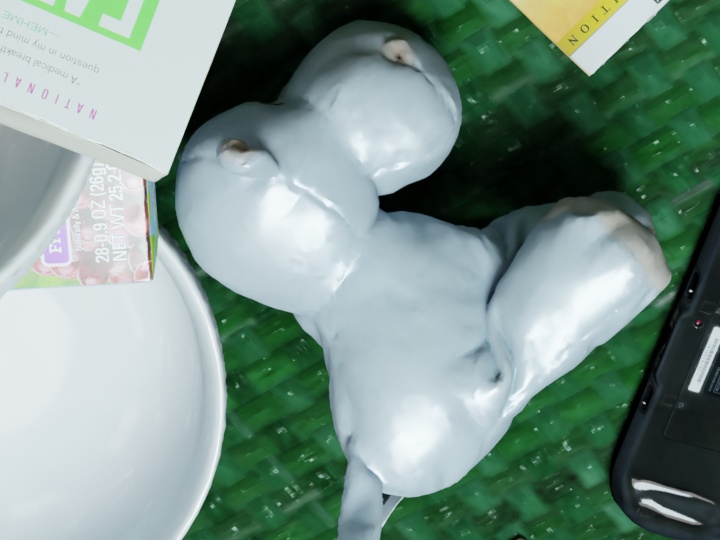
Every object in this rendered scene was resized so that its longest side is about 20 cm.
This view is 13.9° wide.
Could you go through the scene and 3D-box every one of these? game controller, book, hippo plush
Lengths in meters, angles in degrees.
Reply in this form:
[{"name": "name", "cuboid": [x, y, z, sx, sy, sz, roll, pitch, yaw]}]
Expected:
[{"name": "game controller", "cuboid": [0.175, 0.039, 1.220, 0.104, 0.042, 0.200, 19, 124, 1]}, {"name": "book", "cuboid": [-0.086, -0.144, 0.905, 0.134, 0.048, 0.200, 21, 81, -11]}, {"name": "hippo plush", "cuboid": [0.000, 0.000, 1.125, 0.200, 0.159, 0.161, -44, 92, -13]}]

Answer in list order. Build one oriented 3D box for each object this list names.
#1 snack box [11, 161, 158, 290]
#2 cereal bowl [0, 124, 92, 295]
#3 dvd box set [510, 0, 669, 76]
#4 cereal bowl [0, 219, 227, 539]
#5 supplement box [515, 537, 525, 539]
[{"name": "snack box", "cuboid": [-0.161, -0.093, 1.042, 0.168, 0.068, 0.200, -2, 105, -1]}, {"name": "cereal bowl", "cuboid": [-0.182, -0.061, 0.948, 0.200, 0.200, 0.083, 7, 165, -8]}, {"name": "dvd box set", "cuboid": [0.057, -0.184, 1.007, 0.200, 0.029, 0.146, 44, 115, -7]}, {"name": "cereal bowl", "cuboid": [-0.151, 0.041, 1.149, 0.200, 0.083, 0.200, 0, 102, -2]}, {"name": "supplement box", "cuboid": [0.024, 0.231, 1.288, 0.200, 0.131, 0.103, -32, 122, 20]}]
